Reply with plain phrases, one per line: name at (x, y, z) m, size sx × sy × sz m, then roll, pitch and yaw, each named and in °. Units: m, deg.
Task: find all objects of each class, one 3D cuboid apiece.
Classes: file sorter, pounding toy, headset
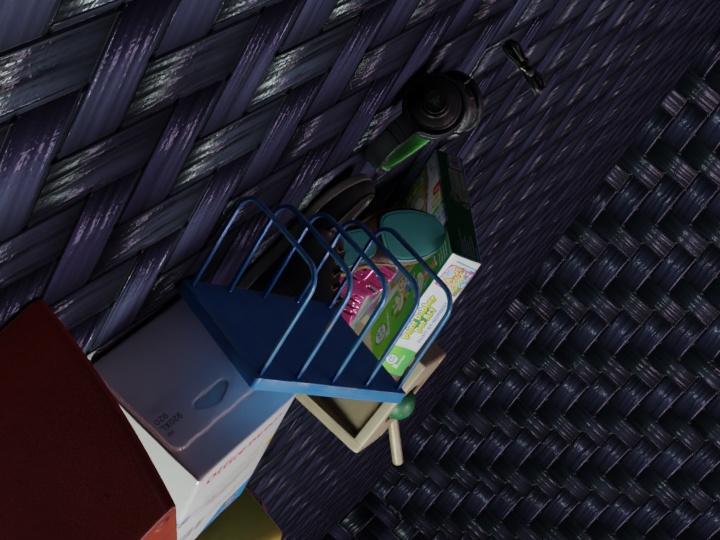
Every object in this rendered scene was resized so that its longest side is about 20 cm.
file sorter at (-0.035, 0.024, 1.373) m, size 0.199 × 0.139 × 0.123 m, roll 10°, pitch 119°, yaw -47°
pounding toy at (0.013, 0.147, 2.027) m, size 0.185 × 0.200 × 0.142 m, roll -52°, pitch 170°, yaw 18°
headset at (0.094, -0.160, 1.557) m, size 0.200 × 0.094 × 0.123 m, roll -41°, pitch 174°, yaw 21°

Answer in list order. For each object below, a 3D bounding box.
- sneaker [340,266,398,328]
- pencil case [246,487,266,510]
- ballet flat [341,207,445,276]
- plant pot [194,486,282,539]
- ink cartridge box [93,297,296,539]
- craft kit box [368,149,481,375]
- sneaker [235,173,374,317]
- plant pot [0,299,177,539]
sneaker at (0.000, 0.000, 1.812) m, size 0.200 × 0.081 × 0.088 m, roll -53°, pitch 176°, yaw 37°
pencil case at (-0.228, 0.426, 2.355) m, size 0.201 × 0.083 × 0.086 m, roll -52°, pitch 170°, yaw 22°
ballet flat at (0.006, -0.027, 1.687) m, size 0.199 × 0.069 × 0.072 m, roll -18°, pitch -176°, yaw -42°
plant pot at (-0.240, 0.290, 1.546) m, size 0.199 × 0.194 × 0.196 m, roll -20°, pitch 152°, yaw -52°
ink cartridge box at (-0.178, 0.155, 1.403) m, size 0.147 × 0.144 × 0.201 m, roll -40°, pitch 167°, yaw -42°
craft kit box at (0.071, -0.011, 1.835) m, size 0.201 × 0.048 × 0.198 m, roll -96°, pitch -151°, yaw -50°
sneaker at (-0.033, -0.002, 1.557) m, size 0.200 × 0.106 × 0.075 m, roll -46°, pitch 170°, yaw -13°
plant pot at (-0.243, 0.178, 1.129) m, size 0.200 × 0.176 × 0.200 m, roll -45°, pitch 170°, yaw -20°
